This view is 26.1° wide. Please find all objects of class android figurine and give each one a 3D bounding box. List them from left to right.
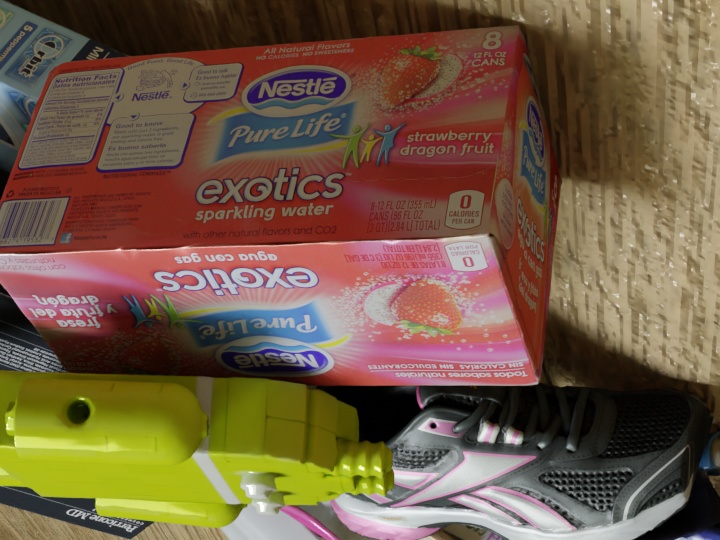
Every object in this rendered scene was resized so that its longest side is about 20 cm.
[{"bbox_3d":[-0.084,0.075,0.644,0.198,0.041,0.182,4,163,1],"label":"android figurine"}]

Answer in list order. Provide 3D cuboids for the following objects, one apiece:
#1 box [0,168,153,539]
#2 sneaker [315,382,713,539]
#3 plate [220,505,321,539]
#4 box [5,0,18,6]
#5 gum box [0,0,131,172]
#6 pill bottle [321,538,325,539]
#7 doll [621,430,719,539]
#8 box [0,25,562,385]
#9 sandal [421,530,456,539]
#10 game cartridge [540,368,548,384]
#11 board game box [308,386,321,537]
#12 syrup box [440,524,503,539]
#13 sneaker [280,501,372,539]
[{"bbox_3d":[-0.145,0.044,0.733,0.141,0.079,0.199,-38,137,27],"label":"box"},{"bbox_3d":[0.061,0.079,0.725,0.199,0.081,0.087,-10,129,23],"label":"sneaker"},{"bbox_3d":[-0.038,0.185,0.958,0.199,0.032,0.200,38,164,38],"label":"plate"},{"bbox_3d":[-0.166,-0.063,0.873,0.155,0.041,0.200,32,157,8],"label":"box"},{"bbox_3d":[-0.179,-0.070,0.771,0.199,0.045,0.170,25,154,21],"label":"gum box"},{"bbox_3d":[0.031,0.282,1.163,0.199,0.116,0.116,28,156,20],"label":"pill bottle"},{"bbox_3d":[0.138,0.138,0.714,0.048,0.136,0.200,36,-164,-32],"label":"doll"},{"bbox_3d":[-0.029,-0.021,0.603,0.198,0.103,0.095,-2,143,18],"label":"box"},{"bbox_3d":[0.059,0.227,0.872,0.077,0.070,0.212,19,152,35],"label":"sandal"},{"bbox_3d":[0.000,0.000,0.775,0.175,0.033,0.200,20,154,33],"label":"game cartridge"},{"bbox_3d":[-0.075,0.114,1.055,0.148,0.064,0.199,46,154,-22],"label":"board game box"},{"bbox_3d":[0.111,0.178,0.900,0.081,0.079,0.201,24,154,25],"label":"syrup box"},{"bbox_3d":[0.024,0.117,0.900,0.081,0.089,0.200,29,-179,19],"label":"sneaker"}]
